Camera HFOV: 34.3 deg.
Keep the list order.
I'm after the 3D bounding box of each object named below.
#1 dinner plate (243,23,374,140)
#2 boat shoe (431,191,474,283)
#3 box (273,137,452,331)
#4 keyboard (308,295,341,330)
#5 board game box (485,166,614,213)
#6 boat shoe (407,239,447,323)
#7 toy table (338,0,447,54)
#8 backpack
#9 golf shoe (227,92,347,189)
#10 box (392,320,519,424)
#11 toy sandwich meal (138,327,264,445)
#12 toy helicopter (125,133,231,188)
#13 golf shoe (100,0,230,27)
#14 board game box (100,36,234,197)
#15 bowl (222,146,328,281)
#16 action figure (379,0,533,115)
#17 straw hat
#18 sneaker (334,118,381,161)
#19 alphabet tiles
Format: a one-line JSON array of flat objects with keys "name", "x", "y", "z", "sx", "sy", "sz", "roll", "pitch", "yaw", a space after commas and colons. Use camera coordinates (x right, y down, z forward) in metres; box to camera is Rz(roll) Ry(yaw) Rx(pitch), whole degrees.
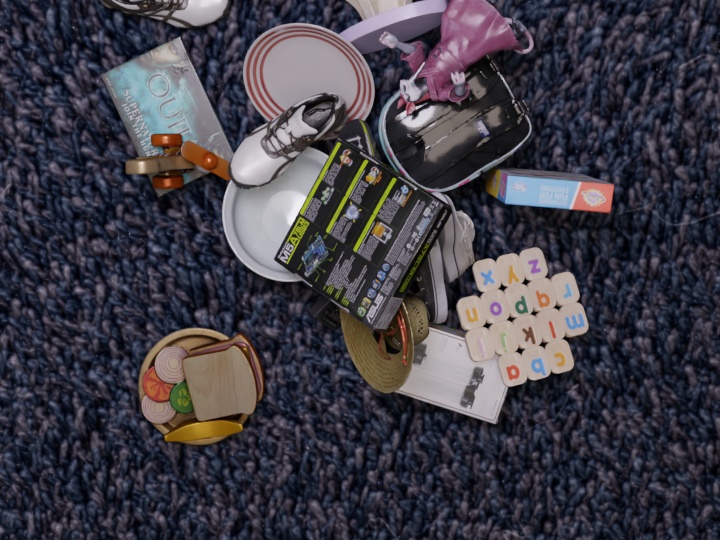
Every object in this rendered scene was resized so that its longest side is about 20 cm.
[{"name": "dinner plate", "x": -0.074, "y": -0.278, "z": 1.710, "sx": 0.198, "sy": 0.024, "sz": 0.202, "roll": 8, "pitch": 132, "yaw": 9}, {"name": "boat shoe", "x": 0.138, "y": -0.056, "z": 1.724, "sx": 0.065, "sy": 0.072, "sz": 0.201, "roll": -31, "pitch": 143, "yaw": -10}, {"name": "box", "x": 0.001, "y": -0.050, "z": 1.616, "sx": 0.192, "sy": 0.047, "sz": 0.201, "roll": 34, "pitch": 101, "yaw": 27}, {"name": "keyboard", "x": 0.000, "y": 0.000, "z": 1.762, "sx": 0.200, "sy": 0.021, "sz": 0.127, "roll": -47, "pitch": 139, "yaw": 4}, {"name": "board game box", "x": 0.270, "y": -0.120, "z": 1.699, "sx": 0.151, "sy": 0.200, "sz": 0.041, "roll": 5, "pitch": 99, "yaw": -2}, {"name": "boat shoe", "x": 0.089, "y": 0.017, "z": 1.735, "sx": 0.065, "sy": 0.201, "sz": 0.071, "roll": -14, "pitch": 57, "yaw": -3}, {"name": "toy table", "x": 0.031, "y": -0.393, "z": 1.672, "sx": 0.198, "sy": 0.183, "sz": 0.119, "roll": -13, "pitch": 89, "yaw": 33}, {"name": "backpack", "x": 0.125, "y": -0.212, "z": 1.704, "sx": 0.199, "sy": 0.151, "sz": 0.178, "roll": -35, "pitch": 97, "yaw": -6}, {"name": "golf shoe", "x": -0.107, "y": -0.194, "z": 1.656, "sx": 0.199, "sy": 0.095, "sz": 0.078, "roll": -38, "pitch": 86, "yaw": -7}, {"name": "box", "x": 0.133, "y": 0.150, "z": 1.806, "sx": 0.198, "sy": 0.060, "sz": 0.118, "roll": 17, "pitch": 98, "yaw": -4}, {"name": "toy sandwich meal", "x": -0.246, "y": 0.183, "z": 1.793, "sx": 0.202, "sy": 0.070, "sz": 0.208, "roll": 0, "pitch": 99, "yaw": -2}, {"name": "toy helicopter", "x": -0.264, "y": -0.150, "z": 1.648, "sx": 0.131, "sy": 0.200, "sz": 0.080, "roll": 3, "pitch": 100, "yaw": 16}, {"name": "golf shoe", "x": -0.287, "y": -0.395, "z": 1.686, "sx": 0.197, "sy": 0.095, "sz": 0.079, "roll": 4, "pitch": 98, "yaw": -4}, {"name": "board game box", "x": -0.286, "y": -0.230, "z": 1.751, "sx": 0.134, "sy": 0.028, "sz": 0.202, "roll": -25, "pitch": 99, "yaw": 3}, {"name": "bowl", "x": -0.107, "y": -0.082, "z": 1.738, "sx": 0.198, "sy": 0.090, "sz": 0.204, "roll": 0, "pitch": 86, "yaw": -6}, {"name": "action figure", "x": 0.121, "y": -0.296, "z": 1.606, "sx": 0.200, "sy": 0.149, "sz": 0.134, "roll": -46, "pitch": 72, "yaw": 17}, {"name": "straw hat", "x": 0.055, "y": 0.078, "z": 1.706, "sx": 0.084, "sy": 0.200, "sz": 0.204, "roll": -15, "pitch": 100, "yaw": -29}, {"name": "sneaker", "x": 0.020, "y": -0.122, "z": 1.697, "sx": 0.073, "sy": 0.081, "sz": 0.202, "roll": -12, "pitch": 95, "yaw": 38}, {"name": "alphabet tiles", "x": 0.248, "y": 0.070, "z": 1.785, "sx": 0.198, "sy": 0.015, "sz": 0.198, "roll": -13, "pitch": 80, "yaw": -15}]
